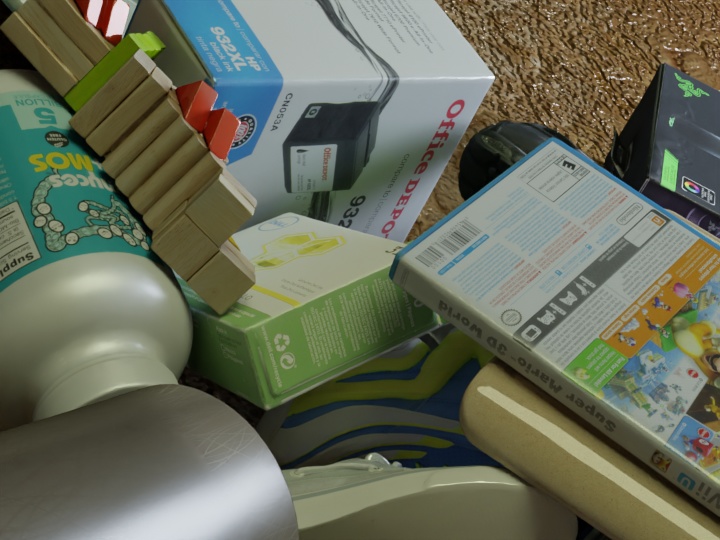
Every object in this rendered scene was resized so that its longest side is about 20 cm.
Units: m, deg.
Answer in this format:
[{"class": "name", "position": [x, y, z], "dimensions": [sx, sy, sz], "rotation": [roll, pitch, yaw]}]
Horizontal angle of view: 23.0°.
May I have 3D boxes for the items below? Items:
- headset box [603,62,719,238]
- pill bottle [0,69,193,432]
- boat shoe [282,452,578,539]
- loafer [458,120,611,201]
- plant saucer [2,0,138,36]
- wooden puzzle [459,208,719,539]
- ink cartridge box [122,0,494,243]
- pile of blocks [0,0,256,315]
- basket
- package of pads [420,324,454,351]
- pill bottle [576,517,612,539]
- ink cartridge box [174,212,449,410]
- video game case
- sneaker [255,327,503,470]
[{"class": "headset box", "position": [0.251, -0.032, 1.186], "dimensions": [0.199, 0.093, 0.175], "rotation": [27, 34, -2]}, {"class": "pill bottle", "position": [-0.147, 0.005, 0.841], "dimensions": [0.110, 0.111, 0.201], "rotation": [0, 44, -35]}, {"class": "boat shoe", "position": [-0.004, 0.114, 0.797], "dimensions": [0.198, 0.073, 0.069], "rotation": [-14, 32, 3]}, {"class": "loafer", "position": [0.141, -0.016, 0.974], "dimensions": [0.070, 0.068, 0.200], "rotation": [-27, 61, -39]}, {"class": "plant saucer", "position": [-0.148, -0.171, 1.056], "dimensions": [0.200, 0.050, 0.200], "rotation": [39, 18, -15]}, {"class": "wooden puzzle", "position": [0.163, 0.068, 0.814], "dimensions": [0.184, 0.037, 0.200], "rotation": [33, 43, 16]}, {"class": "ink cartridge box", "position": [-0.044, -0.077, 0.987], "dimensions": [0.199, 0.146, 0.084], "rotation": [-6, 48, -40]}, {"class": "pile of blocks", "position": [-0.093, -0.072, 0.850], "dimensions": [0.201, 0.062, 0.082], "rotation": [54, 14, 22]}, {"class": "basket", "position": [-0.125, 0.125, 0.657], "dimensions": [0.136, 0.181, 0.199], "rotation": [50, 34, 13]}, {"class": "package of pads", "position": [0.119, 0.039, 1.016], "dimensions": [0.199, 0.076, 0.121], "rotation": [-13, 56, -43]}, {"class": "pill bottle", "position": [0.166, 0.138, 0.855], "dimensions": [0.112, 0.112, 0.200], "rotation": [40, 51, 17]}, {"class": "ink cartridge box", "position": [0.000, 0.000, 0.895], "dimensions": [0.199, 0.048, 0.145], "rotation": [-24, 20, -24]}, {"class": "video game case", "position": [0.130, 0.023, 0.809], "dimensions": [0.199, 0.018, 0.143], "rotation": [35, 43, 18]}, {"class": "sneaker", "position": [0.051, 0.083, 0.871], "dimensions": [0.198, 0.076, 0.106], "rotation": [-20, 65, -4]}]
